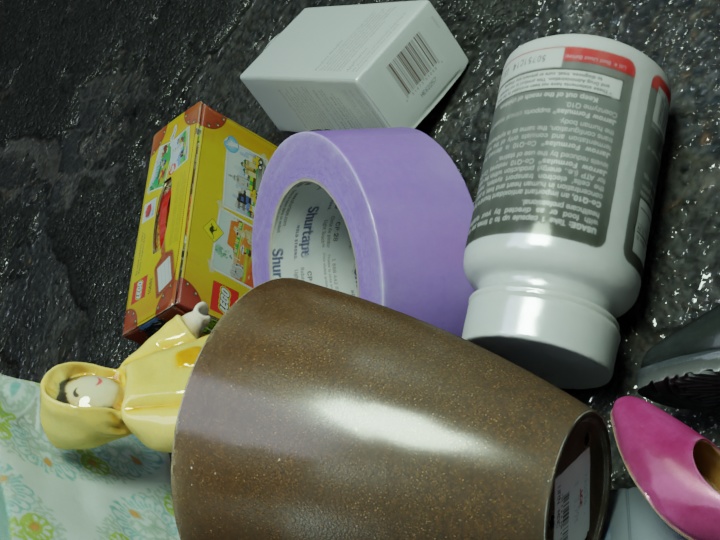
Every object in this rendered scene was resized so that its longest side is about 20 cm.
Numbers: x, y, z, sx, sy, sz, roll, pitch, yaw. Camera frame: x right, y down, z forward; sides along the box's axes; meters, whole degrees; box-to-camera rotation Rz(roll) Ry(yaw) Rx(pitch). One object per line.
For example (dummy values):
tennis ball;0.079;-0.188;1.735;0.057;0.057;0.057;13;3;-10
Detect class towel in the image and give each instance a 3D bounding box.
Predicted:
towel;-0.192;0.154;0.829;0.048;0.170;0.201;-54;35;19

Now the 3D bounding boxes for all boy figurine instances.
boy figurine;-0.118;0.068;0.816;0.197;0.065;0.125;-14;40;3

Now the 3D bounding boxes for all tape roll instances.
tape roll;0.000;0.000;0.877;0.199;0.084;0.203;17;110;59

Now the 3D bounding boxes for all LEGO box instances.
LEGO box;-0.111;-0.018;1.050;0.077;0.148;0.202;-27;48;40

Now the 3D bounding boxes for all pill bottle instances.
pill bottle;0.128;-0.036;0.778;0.113;0.113;0.202;-9;61;50

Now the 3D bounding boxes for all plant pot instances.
plant pot;0.030;0.109;0.677;0.198;0.187;0.189;7;72;32

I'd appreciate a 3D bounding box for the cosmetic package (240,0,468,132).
cosmetic package;-0.010;-0.175;1.068;0.102;0.074;0.199;-48;29;-17

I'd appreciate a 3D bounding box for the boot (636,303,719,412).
boot;0.230;-0.032;0.681;0.163;0.065;0.203;-16;59;37

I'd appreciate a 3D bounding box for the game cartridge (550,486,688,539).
game cartridge;0.102;0.190;0.670;0.198;0.042;0.134;-24;35;24

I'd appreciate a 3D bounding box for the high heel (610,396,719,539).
high heel;0.207;0.110;0.593;0.096;0.067;0.201;-57;46;23

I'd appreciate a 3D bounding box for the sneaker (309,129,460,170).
sneaker;0.011;-0.062;0.996;0.199;0.077;0.092;12;85;61
